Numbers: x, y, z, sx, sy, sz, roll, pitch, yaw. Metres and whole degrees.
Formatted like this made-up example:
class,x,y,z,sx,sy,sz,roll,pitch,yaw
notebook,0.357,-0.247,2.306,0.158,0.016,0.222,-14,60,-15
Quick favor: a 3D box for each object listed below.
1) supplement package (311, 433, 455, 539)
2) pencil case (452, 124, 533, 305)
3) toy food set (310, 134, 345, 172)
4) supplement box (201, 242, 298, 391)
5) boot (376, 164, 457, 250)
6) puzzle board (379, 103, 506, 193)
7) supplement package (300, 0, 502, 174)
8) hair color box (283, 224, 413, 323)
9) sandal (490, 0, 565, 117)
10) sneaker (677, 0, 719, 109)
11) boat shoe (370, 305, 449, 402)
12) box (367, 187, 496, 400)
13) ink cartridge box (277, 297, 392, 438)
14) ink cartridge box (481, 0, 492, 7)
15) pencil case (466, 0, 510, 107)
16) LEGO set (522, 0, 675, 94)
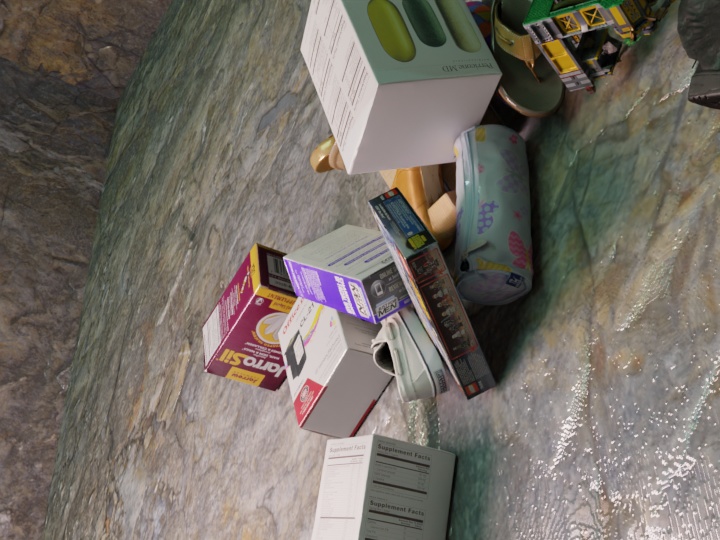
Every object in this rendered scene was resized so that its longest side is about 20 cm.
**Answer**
class,x,y,z,sx,sy,sz,roll,pitch,yaw
supplement package,0.019,0.289,1.057,0.114,0.109,0.201,-21,55,58
pencil case,0.141,-0.062,1.072,0.083,0.090,0.201,-36,42,50
toy food set,0.027,-0.212,1.336,0.049,0.198,0.200,48,143,11
supplement box,-0.147,0.075,1.513,0.200,0.130,0.103,-55,30,32
boot,0.056,-0.111,1.234,0.144,0.071,0.202,-44,65,47
puzzle board,0.096,-0.162,1.242,0.151,0.017,0.200,59,135,21
supplement package,0.040,-0.241,1.122,0.151,0.151,0.201,111,144,-54
hair color box,0.000,0.000,1.221,0.200,0.109,0.065,14,128,59
sandal,0.179,-0.266,1.046,0.055,0.081,0.201,-10,-80,-79
sneaker,0.332,-0.190,0.809,0.200,0.060,0.105,-162,86,-68
boat shoe,0.046,0.094,1.155,0.200,0.065,0.072,-119,11,-58
box,0.077,0.024,1.046,0.040,0.200,0.137,-26,33,-1
ink cartridge box,-0.035,0.104,1.323,0.146,0.083,0.200,-59,28,25
ink cartridge box,0.222,-0.418,1.158,0.146,0.085,0.201,-28,50,55
pencil case,0.165,-0.263,1.176,0.089,0.088,0.200,-61,26,20
LEGO set,0.262,-0.272,0.986,0.153,0.116,0.201,-14,46,39
